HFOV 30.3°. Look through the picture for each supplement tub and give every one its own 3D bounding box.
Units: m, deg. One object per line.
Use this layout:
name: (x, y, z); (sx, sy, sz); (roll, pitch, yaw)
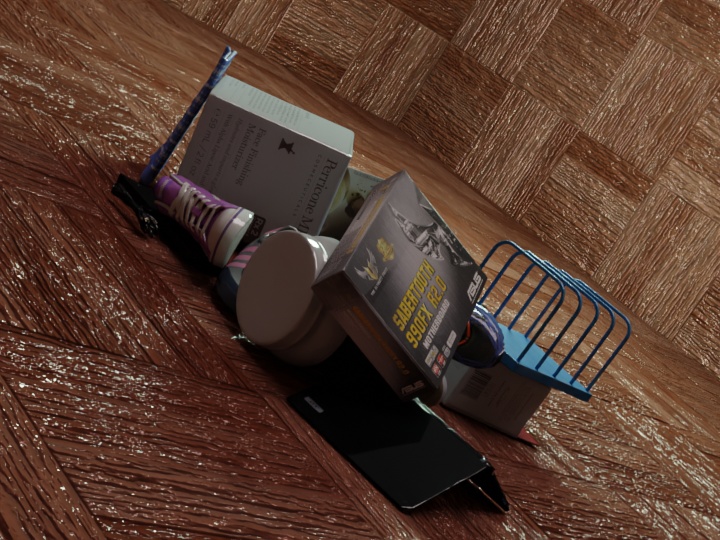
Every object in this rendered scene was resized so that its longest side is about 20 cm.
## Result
supplement tub: (-0.021, 0.046, 1.432); (0.199, 0.141, 0.140); (23, 15, -42)

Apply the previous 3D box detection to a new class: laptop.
laptop: (0.043, 0.187, 1.350); (0.177, 0.103, 0.200); (40, -13, 31)

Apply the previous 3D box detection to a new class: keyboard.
keyboard: (-0.241, -0.060, 1.585); (0.127, 0.021, 0.200); (30, 9, -46)

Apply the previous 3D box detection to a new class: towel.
towel: (-0.231, -0.209, 1.777); (0.024, 0.201, 0.145); (33, 12, -9)

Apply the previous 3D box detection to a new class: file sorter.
file sorter: (0.232, 0.061, 1.694); (0.199, 0.123, 0.139); (23, 15, -50)

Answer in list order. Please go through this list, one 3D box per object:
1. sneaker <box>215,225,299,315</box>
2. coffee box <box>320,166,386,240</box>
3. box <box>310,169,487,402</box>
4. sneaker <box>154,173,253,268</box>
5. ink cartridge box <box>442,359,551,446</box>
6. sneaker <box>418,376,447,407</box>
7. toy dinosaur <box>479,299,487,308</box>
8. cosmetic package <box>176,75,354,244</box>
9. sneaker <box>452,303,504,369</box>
sneaker: (-0.111, -0.004, 1.516); (0.070, 0.082, 0.200); (42, 15, -11)
coffee box: (-0.013, -0.085, 1.937); (0.199, 0.114, 0.080); (22, -7, 23)
box: (0.046, 0.012, 1.374); (0.159, 0.048, 0.200); (52, 36, -16)
sneaker: (-0.189, -0.063, 1.529); (0.114, 0.073, 0.200); (32, -3, -12)
ink cartridge box: (0.153, 0.123, 1.742); (0.175, 0.084, 0.200); (28, 12, -32)
sneaker: (0.048, 0.096, 1.597); (0.200, 0.072, 0.112); (38, 15, 32)
toy dinosaur: (0.122, 0.075, 1.859); (0.200, 0.106, 0.060); (38, 5, -16)
cosmetic package: (-0.128, -0.133, 1.756); (0.199, 0.166, 0.165); (23, 16, -5)
sneaker: (0.080, 0.049, 1.553); (0.199, 0.076, 0.078); (36, 16, 16)
